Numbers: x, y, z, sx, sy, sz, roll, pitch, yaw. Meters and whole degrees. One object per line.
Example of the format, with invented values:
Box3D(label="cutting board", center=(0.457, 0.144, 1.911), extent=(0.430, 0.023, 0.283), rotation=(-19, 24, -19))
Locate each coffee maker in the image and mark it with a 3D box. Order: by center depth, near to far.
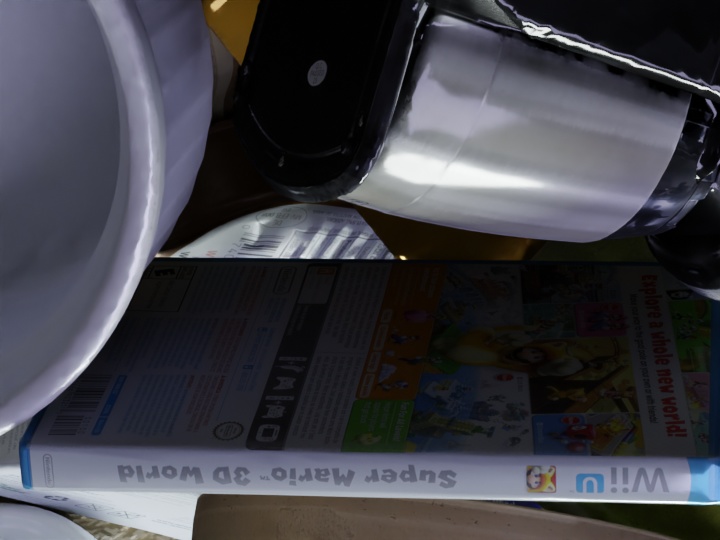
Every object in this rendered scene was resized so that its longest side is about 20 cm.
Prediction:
Box3D(label="coffee maker", center=(0.091, -0.084, 0.829), extent=(0.200, 0.135, 0.192), rotation=(15, 119, -25))

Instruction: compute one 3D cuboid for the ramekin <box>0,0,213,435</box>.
Box3D(label="ramekin", center=(-0.140, -0.052, 0.867), extent=(0.200, 0.201, 0.098), rotation=(-39, -176, 22))

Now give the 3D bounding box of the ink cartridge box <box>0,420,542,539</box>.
Box3D(label="ink cartridge box", center=(-0.031, 0.078, 1.124), extent=(0.199, 0.041, 0.200), rotation=(19, 164, -42))

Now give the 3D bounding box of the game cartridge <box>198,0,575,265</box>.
Box3D(label="game cartridge", center=(0.066, -0.092, 0.917), extent=(0.200, 0.032, 0.176), rotation=(-34, 127, 8))

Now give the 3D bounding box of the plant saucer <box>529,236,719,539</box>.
Box3D(label="plant saucer", center=(0.140, 0.036, 1.000), extent=(0.200, 0.031, 0.200), rotation=(-7, 134, -8))

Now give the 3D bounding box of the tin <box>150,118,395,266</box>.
Box3D(label="tin", center=(0.000, 0.000, 1.027), extent=(0.200, 0.042, 0.112), rotation=(5, 141, -32))

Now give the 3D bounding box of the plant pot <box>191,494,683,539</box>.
Box3D(label="plant pot", center=(0.035, 0.138, 1.040), extent=(0.200, 0.093, 0.201), rotation=(7, 168, 2))

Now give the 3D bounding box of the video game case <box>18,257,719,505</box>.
Box3D(label="video game case", center=(0.011, 0.030, 0.885), extent=(0.200, 0.143, 0.018), rotation=(0, 112, 7))

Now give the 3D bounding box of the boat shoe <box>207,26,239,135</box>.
Box3D(label="boat shoe", center=(-0.082, -0.079, 0.965), extent=(0.072, 0.072, 0.200), rotation=(-18, 150, -8))

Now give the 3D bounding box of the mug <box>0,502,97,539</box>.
Box3D(label="mug", center=(-0.174, 0.176, 1.193), extent=(0.200, 0.148, 0.175), rotation=(15, 136, 3))
